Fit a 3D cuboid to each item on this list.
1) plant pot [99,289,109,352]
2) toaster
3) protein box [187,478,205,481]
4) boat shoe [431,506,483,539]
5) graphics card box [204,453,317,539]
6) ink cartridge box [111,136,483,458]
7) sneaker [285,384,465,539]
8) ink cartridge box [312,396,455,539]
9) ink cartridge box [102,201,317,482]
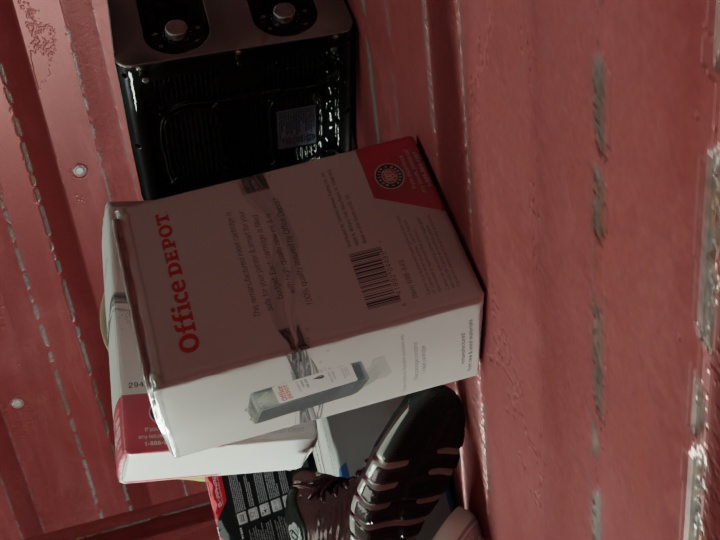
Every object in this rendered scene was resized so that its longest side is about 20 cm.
[{"bbox_3d":[-0.137,0.054,1.150,0.179,0.199,0.201,35,-148,-55],"label":"plant pot"},{"bbox_3d":[-0.098,-0.144,0.985,0.200,0.180,0.119,90,167,-53],"label":"toaster"},{"bbox_3d":[-0.129,0.123,1.402,0.135,0.198,0.201,-28,-69,-53],"label":"protein box"},{"bbox_3d":[0.066,0.264,0.896,0.072,0.068,0.201,-25,-46,-58],"label":"boat shoe"},{"bbox_3d":[-0.058,0.235,1.262,0.051,0.199,0.126,16,-127,-57],"label":"graphics card box"},{"bbox_3d":[-0.041,0.014,0.764,0.085,0.199,0.146,87,167,-49],"label":"ink cartridge box"},{"bbox_3d":[-0.005,0.150,0.877,0.115,0.075,0.201,36,112,44],"label":"sneaker"},{"bbox_3d":[0.014,0.168,1.036,0.200,0.084,0.147,110,146,-73],"label":"ink cartridge box"},{"bbox_3d":[-0.119,0.049,0.948,0.085,0.145,0.201,117,147,-62],"label":"ink cartridge box"}]
